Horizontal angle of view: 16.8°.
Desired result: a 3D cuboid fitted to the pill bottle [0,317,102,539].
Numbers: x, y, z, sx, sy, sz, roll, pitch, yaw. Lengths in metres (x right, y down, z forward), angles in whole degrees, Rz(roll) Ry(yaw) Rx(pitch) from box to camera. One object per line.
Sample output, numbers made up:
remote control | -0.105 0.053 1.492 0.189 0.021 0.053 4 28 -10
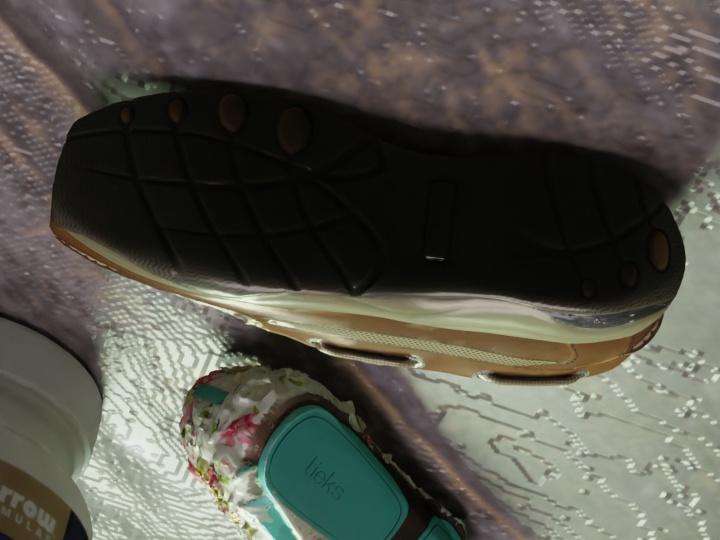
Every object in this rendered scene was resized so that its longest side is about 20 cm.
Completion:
pill bottle | -0.162 0.121 0.876 0.115 0.201 0.116 8 144 6

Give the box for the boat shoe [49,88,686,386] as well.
boat shoe | 0.000 0.000 0.773 0.199 0.076 0.074 12 147 4

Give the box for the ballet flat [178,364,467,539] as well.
ballet flat | -0.007 0.100 0.925 0.064 0.076 0.200 23 152 44
